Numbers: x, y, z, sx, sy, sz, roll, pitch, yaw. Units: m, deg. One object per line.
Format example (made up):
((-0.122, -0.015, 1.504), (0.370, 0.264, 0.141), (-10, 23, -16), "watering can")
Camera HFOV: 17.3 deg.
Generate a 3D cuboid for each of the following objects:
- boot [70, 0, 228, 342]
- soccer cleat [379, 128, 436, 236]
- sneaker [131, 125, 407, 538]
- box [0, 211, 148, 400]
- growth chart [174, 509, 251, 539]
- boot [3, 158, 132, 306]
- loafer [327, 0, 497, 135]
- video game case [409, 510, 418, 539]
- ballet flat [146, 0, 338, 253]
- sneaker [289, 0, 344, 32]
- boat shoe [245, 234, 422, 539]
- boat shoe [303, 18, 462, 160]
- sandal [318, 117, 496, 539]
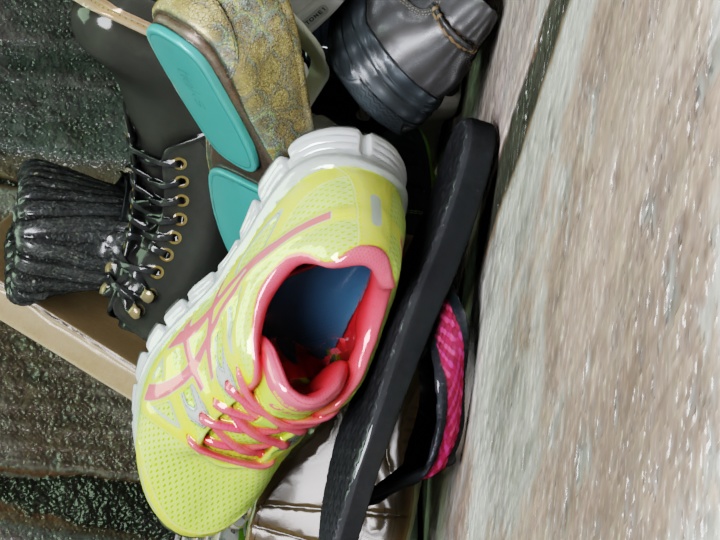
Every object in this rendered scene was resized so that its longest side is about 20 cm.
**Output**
((-0.091, -0.037, 1.076), (0.139, 0.077, 0.200), (-56, -40, -3), "boot")
((-0.016, 0.022, 1.132), (0.067, 0.081, 0.201), (9, 83, 69), "soccer cleat")
((-0.040, 0.041, 0.976), (0.091, 0.078, 0.201), (-105, 36, -55), "sneaker")
((-0.114, 0.030, 1.292), (0.021, 0.199, 0.164), (-58, 1, 18), "box")
((-0.047, 0.131, 1.177), (0.145, 0.018, 0.201), (33, -127, -46), "growth chart")
((-0.110, -0.016, 1.259), (0.211, 0.157, 0.080), (145, 125, -83), "boot")
((0.032, -0.142, 1.066), (0.072, 0.073, 0.201), (-36, 33, 25), "loafer")
((0.006, 0.162, 1.200), (0.200, 0.024, 0.183), (-89, 6, -58), "video game case")
((-0.036, -0.057, 1.015), (0.201, 0.070, 0.071), (71, -162, -50), "ballet flat")
((-0.009, -0.180, 0.984), (0.200, 0.099, 0.075), (-46, 36, 16), "sneaker")
((-0.001, 0.081, 1.073), (0.065, 0.072, 0.201), (3, -78, -79), "boat shoe")
((-0.002, -0.098, 1.210), (0.200, 0.092, 0.075), (113, 163, -78), "boat shoe")
((0.028, 0.038, 0.969), (0.075, 0.045, 0.201), (-149, 79, -80), "sandal")
